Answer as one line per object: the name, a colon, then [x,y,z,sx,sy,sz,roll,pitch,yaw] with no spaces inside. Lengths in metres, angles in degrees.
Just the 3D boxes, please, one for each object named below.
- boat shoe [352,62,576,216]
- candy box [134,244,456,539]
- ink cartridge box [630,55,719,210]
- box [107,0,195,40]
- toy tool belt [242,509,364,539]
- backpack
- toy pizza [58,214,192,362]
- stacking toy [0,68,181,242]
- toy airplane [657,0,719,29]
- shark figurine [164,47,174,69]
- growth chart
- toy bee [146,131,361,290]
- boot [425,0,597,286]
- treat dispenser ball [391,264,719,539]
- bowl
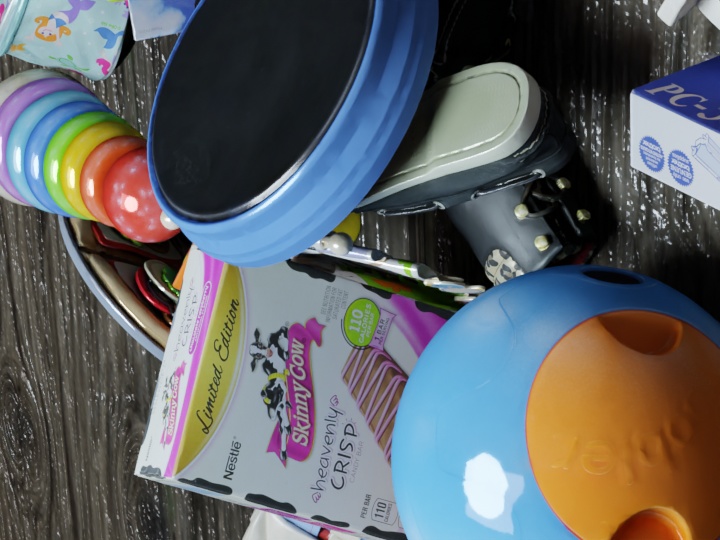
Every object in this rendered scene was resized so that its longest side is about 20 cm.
boat shoe: [0.031,-0.062,1.560,0.199,0.066,0.075,-17,59,39]
candy box: [-0.014,0.075,1.655,0.061,0.199,0.137,-4,71,64]
ink cartridge box: [0.225,-0.048,1.365,0.200,0.094,0.045,31,134,47]
box: [-0.097,-0.239,1.668,0.048,0.121,0.202,-170,69,-71]
toy tool belt: [0.011,0.134,1.831,0.122,0.125,0.200,26,147,-2]
backpack: [-0.179,-0.221,1.774,0.178,0.149,0.201,-119,40,-64]
toy pizza: [-0.106,0.000,1.860,0.032,0.200,0.201,-45,66,23]
stacking toy: [-0.157,-0.060,1.724,0.200,0.085,0.086,28,132,59]
toy airplane: [0.187,-0.176,1.332,0.200,0.141,0.199,44,179,-36]
shark figurine: [-0.064,-0.116,1.801,0.089,0.127,0.216,41,115,52]
growth chart: [0.000,0.000,1.665,0.144,0.200,0.018,8,80,37]
toy bee: [-0.049,-0.061,1.737,0.131,0.109,0.200,39,145,-21]
boot: [0.080,-0.080,1.601,0.154,0.073,0.204,54,152,18]
treat dispenser ball: [0.115,0.098,1.530,0.201,0.200,0.202,36,137,42]
bowl: [-0.041,-0.101,1.566,0.200,0.039,0.202,-31,44,36]
